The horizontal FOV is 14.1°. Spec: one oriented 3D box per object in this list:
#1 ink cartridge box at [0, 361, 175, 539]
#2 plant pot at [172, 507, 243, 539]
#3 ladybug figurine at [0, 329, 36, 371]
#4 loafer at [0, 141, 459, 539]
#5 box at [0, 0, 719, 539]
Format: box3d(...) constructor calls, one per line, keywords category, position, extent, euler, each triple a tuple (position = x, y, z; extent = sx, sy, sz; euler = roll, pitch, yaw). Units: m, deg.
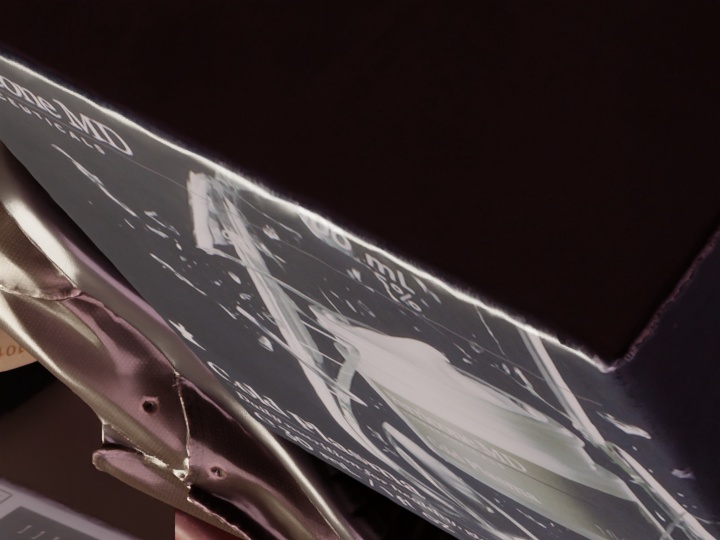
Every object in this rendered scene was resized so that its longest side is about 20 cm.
box3d(category="ink cartridge box", position=(-0.142, -0.011, 0.894), extent=(0.043, 0.174, 0.200), euler=(-30, 137, 35))
box3d(category="plant pot", position=(0.000, 0.067, 1.023), extent=(0.176, 0.201, 0.200), euler=(31, 160, -21))
box3d(category="ladybug figurine", position=(-0.105, -0.053, 0.774), extent=(0.135, 0.072, 0.201), euler=(-6, 141, -17))
box3d(category="loafer", position=(-0.031, 0.032, 0.760), extent=(0.200, 0.073, 0.071), euler=(47, 133, -14))
box3d(category="box", position=(0.039, -0.020, 0.591), extent=(0.200, 0.124, 0.197), euler=(27, 164, 36))
